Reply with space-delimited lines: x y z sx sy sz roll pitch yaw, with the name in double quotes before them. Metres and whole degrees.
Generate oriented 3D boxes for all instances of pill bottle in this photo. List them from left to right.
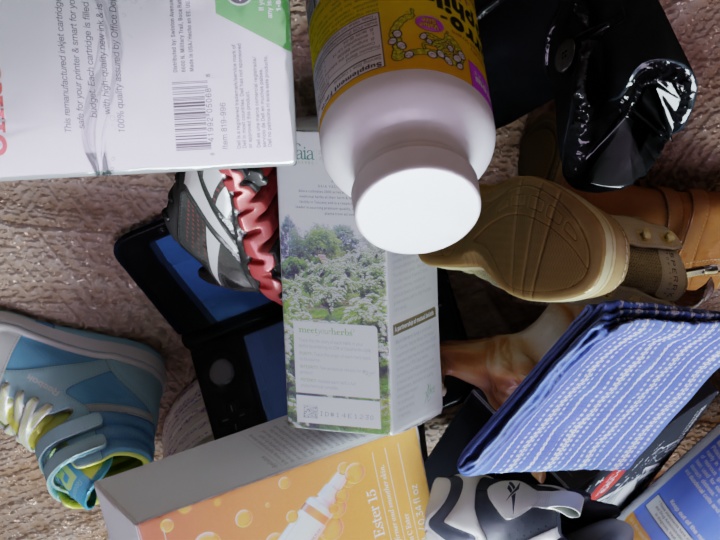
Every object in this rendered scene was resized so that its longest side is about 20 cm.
"pill bottle" 0.025 -0.107 1.397 0.104 0.200 0.104 -4 139 -3
"pill bottle" 0.289 0.160 1.707 0.200 0.112 0.112 -43 130 9

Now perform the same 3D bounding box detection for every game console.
"game console" -0.045 0.033 1.614 0.200 0.171 0.118 -22 163 17

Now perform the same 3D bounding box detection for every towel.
"towel" 0.157 0.077 1.449 0.200 0.024 0.145 5 131 -53

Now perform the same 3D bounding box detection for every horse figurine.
"horse figurine" 0.141 0.057 1.569 0.200 0.133 0.050 -32 136 -13

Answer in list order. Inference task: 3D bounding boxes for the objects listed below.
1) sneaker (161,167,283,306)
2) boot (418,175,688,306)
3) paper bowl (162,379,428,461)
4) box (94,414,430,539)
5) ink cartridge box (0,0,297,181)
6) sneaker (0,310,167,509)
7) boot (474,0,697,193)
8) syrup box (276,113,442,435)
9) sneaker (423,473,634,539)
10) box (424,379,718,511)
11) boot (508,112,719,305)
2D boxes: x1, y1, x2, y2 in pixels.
"sneaker" -0.091 -0.063 1.524 0.098 0.071 0.201 3 128 27
"boot" 0.144 -0.007 1.441 0.155 0.073 0.200 13 178 -28
"paper bowl" -0.048 0.158 1.758 0.201 0.104 0.201 -3 140 -3
"box" -0.058 0.176 1.558 0.200 0.097 0.124 -19 108 -18
"ink cartridge box" -0.141 -0.136 1.393 0.200 0.083 0.147 -3 109 -4
"sneaker" -0.232 0.103 1.652 0.200 0.131 0.080 7 138 -14
"boot" 0.119 -0.109 1.432 0.076 0.168 0.200 23 131 -27
"syrup box" 0.000 0.000 1.514 0.079 0.081 0.200 3 100 27
"sneaker" 0.131 0.210 1.565 0.130 0.080 0.199 -4 126 22
"box" 0.132 0.145 1.699 0.182 0.104 0.200 -29 157 -42
"boot" 0.184 -0.043 1.589 0.155 0.074 0.200 -2 150 -4
